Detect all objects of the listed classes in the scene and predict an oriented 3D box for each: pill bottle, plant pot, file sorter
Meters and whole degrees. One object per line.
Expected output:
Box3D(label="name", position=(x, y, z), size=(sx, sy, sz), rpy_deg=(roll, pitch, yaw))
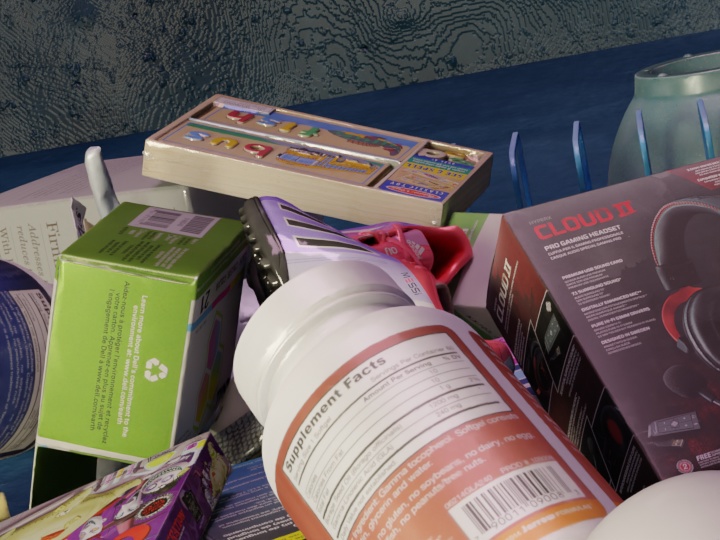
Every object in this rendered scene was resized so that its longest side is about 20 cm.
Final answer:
Box3D(label="pill bottle", position=(-0.217, 0.049, 1.263), size=(0.110, 0.112, 0.200), rpy_deg=(-7, -1, 20))
Box3D(label="plant pot", position=(0.282, -0.101, 1.878), size=(0.199, 0.135, 0.200), rpy_deg=(-11, 10, 2))
Box3D(label="file sorter", position=(0.165, -0.042, 1.727), size=(0.199, 0.123, 0.139), rpy_deg=(-9, 11, 8))
Box3D(label="pill bottle", position=(0.029, 0.088, 0.992), size=(0.112, 0.113, 0.200), rpy_deg=(-16, 45, -26))

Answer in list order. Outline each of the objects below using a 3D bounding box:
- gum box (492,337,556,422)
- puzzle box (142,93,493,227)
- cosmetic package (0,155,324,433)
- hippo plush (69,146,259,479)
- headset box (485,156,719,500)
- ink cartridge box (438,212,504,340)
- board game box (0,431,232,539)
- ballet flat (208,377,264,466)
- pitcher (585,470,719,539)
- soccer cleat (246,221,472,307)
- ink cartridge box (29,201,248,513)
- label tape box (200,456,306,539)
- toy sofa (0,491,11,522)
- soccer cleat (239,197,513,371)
Box3D(label="gum box", position=(0.089, 0.085, 1.289), size=(0.113, 0.066, 0.200), rpy_deg=(-17, 12, -22))
Box3D(label="puzzle box", position=(-0.026, -0.069, 1.541), size=(0.199, 0.026, 0.133), rpy_deg=(12, 21, 13))
Box3D(label="cosmetic package", position=(-0.141, 0.013, 1.636), size=(0.199, 0.168, 0.166), rpy_deg=(-6, 11, 29))
Box3D(label="hippo plush", position=(-0.101, 0.056, 1.451), size=(0.160, 0.201, 0.159), rpy_deg=(6, -25, -12))
Box3D(label="headset box", position=(0.161, 0.033, 1.174), size=(0.148, 0.075, 0.200), rpy_deg=(-14, 52, -18))
Box3D(label="ink cartridge box", position=(0.140, 0.023, 1.413), size=(0.117, 0.068, 0.200), rpy_deg=(33, -16, -30))
Box3D(label="board game box", position=(-0.162, 0.148, 1.148), size=(0.199, 0.032, 0.120), rpy_deg=(-24, 20, 18))
Box3D(label="ballet flat", position=(-0.033, 0.074, 1.276), size=(0.200, 0.072, 0.072), rpy_deg=(-37, 3, 16))
Box3D(label="pitcher", position=(0.103, 0.159, 0.804), size=(0.171, 0.122, 0.200), rpy_deg=(-25, 19, 12))
Box3D(label="soccer cleat", position=(0.000, 0.000, 1.362), size=(0.073, 0.068, 0.200), rpy_deg=(-26, -7, 21))
Box3D(label="ink cartridge box", position=(-0.118, 0.078, 1.266), size=(0.075, 0.201, 0.148), rpy_deg=(9, 14, 6))
Box3D(label="label tape box", position=(-0.002, 0.132, 1.146), size=(0.144, 0.064, 0.200), rpy_deg=(-16, 11, -17))
Box3D(label="toy sofa", position=(-0.239, 0.128, 1.329), size=(0.082, 0.098, 0.200), rpy_deg=(-14, 10, -11))
Box3D(label="soccer cleat", position=(0.003, 0.017, 1.190), size=(0.073, 0.068, 0.200), rpy_deg=(-28, 39, -10))
